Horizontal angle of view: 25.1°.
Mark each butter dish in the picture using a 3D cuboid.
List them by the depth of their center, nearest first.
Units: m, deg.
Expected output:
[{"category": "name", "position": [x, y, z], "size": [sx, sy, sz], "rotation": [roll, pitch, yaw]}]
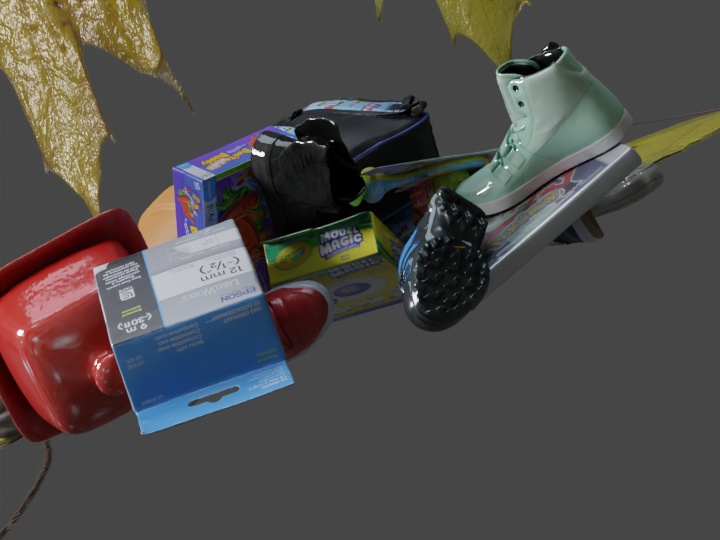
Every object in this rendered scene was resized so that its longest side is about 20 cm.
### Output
[{"category": "butter dish", "position": [-0.263, 0.077, 1.595], "size": [0.199, 0.201, 0.148], "rotation": [-30, 33, -16]}]

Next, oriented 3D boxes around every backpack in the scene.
[{"category": "backpack", "position": [-0.027, -0.106, 1.752], "size": [0.182, 0.136, 0.199], "rotation": [-33, 27, -25]}]

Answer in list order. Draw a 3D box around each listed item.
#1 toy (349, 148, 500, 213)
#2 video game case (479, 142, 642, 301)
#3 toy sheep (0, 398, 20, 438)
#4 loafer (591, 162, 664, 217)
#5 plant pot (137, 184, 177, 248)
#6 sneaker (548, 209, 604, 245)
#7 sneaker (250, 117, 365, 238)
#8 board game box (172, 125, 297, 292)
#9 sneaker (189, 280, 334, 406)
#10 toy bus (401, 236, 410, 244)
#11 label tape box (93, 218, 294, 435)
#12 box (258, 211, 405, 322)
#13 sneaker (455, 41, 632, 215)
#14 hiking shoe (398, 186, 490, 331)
[{"category": "toy", "position": [0.074, -0.084, 1.626], "size": [0.198, 0.048, 0.115], "rotation": [-5, -8, -31]}, {"category": "video game case", "position": [0.159, -0.060, 1.546], "size": [0.200, 0.023, 0.182], "rotation": [-41, 16, -1]}, {"category": "toy sheep", "position": [-0.411, 0.128, 1.819], "size": [0.137, 0.139, 0.200], "rotation": [-20, 0, 2]}, {"category": "loafer", "position": [0.254, -0.095, 1.817], "size": [0.070, 0.070, 0.199], "rotation": [-24, 6, -41]}, {"category": "plant pot", "position": [-0.197, 0.022, 1.818], "size": [0.199, 0.201, 0.140], "rotation": [-15, 23, 48]}, {"category": "sneaker", "position": [0.177, -0.047, 1.632], "size": [0.108, 0.070, 0.200], "rotation": [-30, 12, 6]}, {"category": "sneaker", "position": [-0.040, -0.074, 1.550], "size": [0.103, 0.201, 0.060], "rotation": [13, 58, 29]}, {"category": "board game box", "position": [-0.118, -0.027, 1.614], "size": [0.045, 0.202, 0.134], "rotation": [23, 37, 37]}, {"category": "sneaker", "position": [-0.123, 0.073, 1.520], "size": [0.199, 0.072, 0.112], "rotation": [-27, -2, 23]}, {"category": "toy bus", "position": [0.000, 0.000, 1.784], "size": [0.198, 0.079, 0.065], "rotation": [-21, 4, -1]}, {"category": "label tape box", "position": [-0.152, 0.047, 1.445], "size": [0.142, 0.067, 0.200], "rotation": [-19, 33, -6]}, {"category": "box", "position": [-0.016, -0.004, 1.602], "size": [0.116, 0.049, 0.200], "rotation": [-16, -21, 14]}, {"category": "sneaker", "position": [0.145, -0.137, 1.529], "size": [0.199, 0.118, 0.074], "rotation": [-31, 20, 30]}, {"category": "hiking shoe", "position": [0.070, 0.009, 1.445], "size": [0.087, 0.074, 0.200], "rotation": [-59, 5, 30]}]
